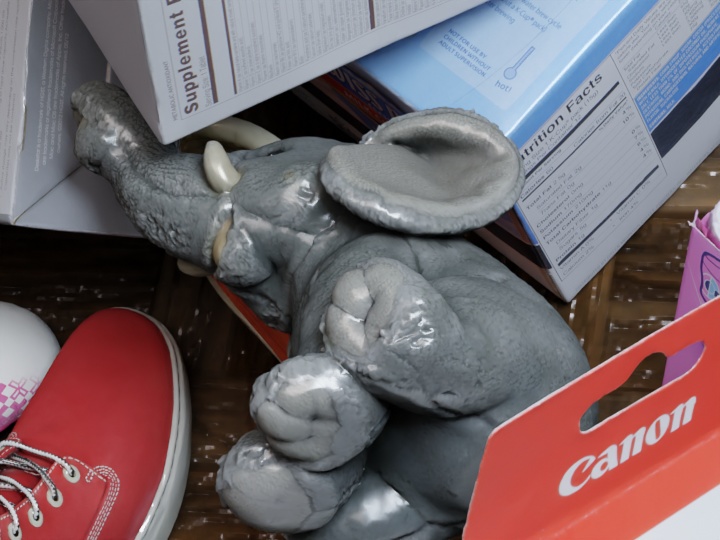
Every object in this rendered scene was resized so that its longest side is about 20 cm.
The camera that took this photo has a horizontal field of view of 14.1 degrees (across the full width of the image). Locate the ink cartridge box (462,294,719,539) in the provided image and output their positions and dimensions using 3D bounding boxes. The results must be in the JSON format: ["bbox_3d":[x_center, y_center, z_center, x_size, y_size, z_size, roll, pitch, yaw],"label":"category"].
[{"bbox_3d":[0.098,0.108,0.979,0.160,0.201,0.047,-27,49,-36],"label":"ink cartridge box"}]

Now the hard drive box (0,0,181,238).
[{"bbox_3d":[-0.154,-0.097,1.196,0.200,0.076,0.157,7,92,53],"label":"hard drive box"}]

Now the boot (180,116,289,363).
[{"bbox_3d":[-0.009,0.015,1.151,0.075,0.107,0.200,-44,61,-8],"label":"boot"}]

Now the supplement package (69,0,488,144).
[{"bbox_3d":[-0.012,-0.153,1.047,0.199,0.114,0.110,-24,56,-14],"label":"supplement package"}]

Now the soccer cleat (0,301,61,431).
[{"bbox_3d":[-0.207,0.034,1.176,0.199,0.087,0.070,-10,48,-30],"label":"soccer cleat"}]

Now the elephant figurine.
[{"bbox_3d":[0.000,0.000,1.050,0.141,0.155,0.201,-35,40,17],"label":"elephant figurine"}]

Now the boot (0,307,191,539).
[{"bbox_3d":[-0.136,0.087,1.139,0.072,0.144,0.201,10,68,25],"label":"boot"}]

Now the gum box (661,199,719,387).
[{"bbox_3d":[0.193,0.060,1.041,0.066,0.114,0.200,-30,54,-29],"label":"gum box"}]

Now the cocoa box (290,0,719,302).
[{"bbox_3d":[0.043,-0.112,1.178,0.133,0.131,0.200,-47,59,-6],"label":"cocoa box"}]
